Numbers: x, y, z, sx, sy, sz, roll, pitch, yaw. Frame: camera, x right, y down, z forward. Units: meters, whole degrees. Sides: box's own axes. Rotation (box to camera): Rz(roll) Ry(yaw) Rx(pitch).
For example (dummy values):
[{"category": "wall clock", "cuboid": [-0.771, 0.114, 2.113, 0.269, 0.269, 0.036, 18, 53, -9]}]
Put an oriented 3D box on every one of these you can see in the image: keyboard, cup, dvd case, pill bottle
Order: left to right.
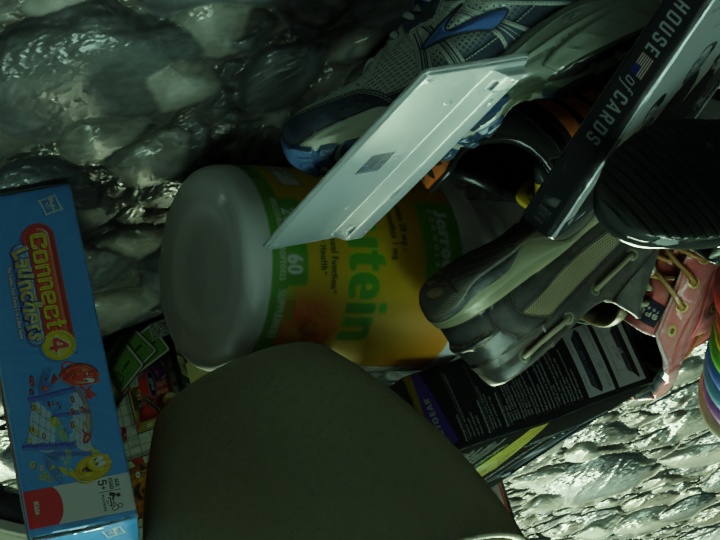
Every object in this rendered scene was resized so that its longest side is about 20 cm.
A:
[{"category": "cup", "cuboid": [-0.033, 0.122, 1.280, 0.200, 0.144, 0.200, -22, 160, -8]}, {"category": "pill bottle", "cuboid": [0.000, 0.000, 1.366, 0.199, 0.111, 0.111, 1, 149, -31]}, {"category": "keyboard", "cuboid": [0.013, -0.054, 1.180, 0.056, 0.011, 0.200, -5, 160, -27]}, {"category": "dvd case", "cuboid": [0.166, -0.115, 1.211, 0.150, 0.025, 0.200, -35, 161, -51]}]

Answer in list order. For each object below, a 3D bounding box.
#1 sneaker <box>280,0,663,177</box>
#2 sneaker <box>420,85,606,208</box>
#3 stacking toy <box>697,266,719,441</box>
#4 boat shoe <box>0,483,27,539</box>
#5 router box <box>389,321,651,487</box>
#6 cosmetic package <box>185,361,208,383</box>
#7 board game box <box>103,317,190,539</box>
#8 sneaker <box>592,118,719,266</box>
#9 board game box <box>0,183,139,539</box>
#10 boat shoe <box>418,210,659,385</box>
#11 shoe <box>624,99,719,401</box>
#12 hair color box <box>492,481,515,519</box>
[{"category": "sneaker", "cuboid": [0.047, -0.109, 1.216, 0.199, 0.085, 0.077, -24, 165, -7]}, {"category": "sneaker", "cuboid": [0.097, -0.067, 1.315, 0.200, 0.090, 0.070, 4, 147, -35]}, {"category": "stacking toy", "cuboid": [0.234, 0.037, 1.429, 0.085, 0.086, 0.200, -17, 154, 2]}, {"category": "boat shoe", "cuboid": [-0.188, 0.146, 1.506, 0.199, 0.063, 0.073, 12, 154, 11]}, {"category": "router box", "cuboid": [0.053, 0.098, 1.455, 0.157, 0.052, 0.200, -17, 166, -33]}, {"category": "cosmetic package", "cuboid": [-0.099, 0.111, 1.566, 0.200, 0.071, 0.105, -28, 151, 21]}, {"category": "board game box", "cuboid": [-0.135, 0.133, 1.444, 0.104, 0.201, 0.023, -22, 153, 9]}, {"category": "sneaker", "cuboid": [0.179, -0.031, 1.225, 0.200, 0.074, 0.089, -17, 150, -42]}, {"category": "board game box", "cuboid": [-0.163, 0.088, 1.344, 0.056, 0.201, 0.196, -10, 153, -9]}, {"category": "boat shoe", "cuboid": [0.119, -0.003, 1.339, 0.200, 0.073, 0.074, -31, -170, -27]}, {"category": "shoe", "cuboid": [0.186, -0.006, 1.444, 0.091, 0.071, 0.200, -48, 157, -29]}, {"category": "hair color box", "cuboid": [-0.006, 0.152, 1.654, 0.199, 0.111, 0.064, -19, 154, 3]}]
